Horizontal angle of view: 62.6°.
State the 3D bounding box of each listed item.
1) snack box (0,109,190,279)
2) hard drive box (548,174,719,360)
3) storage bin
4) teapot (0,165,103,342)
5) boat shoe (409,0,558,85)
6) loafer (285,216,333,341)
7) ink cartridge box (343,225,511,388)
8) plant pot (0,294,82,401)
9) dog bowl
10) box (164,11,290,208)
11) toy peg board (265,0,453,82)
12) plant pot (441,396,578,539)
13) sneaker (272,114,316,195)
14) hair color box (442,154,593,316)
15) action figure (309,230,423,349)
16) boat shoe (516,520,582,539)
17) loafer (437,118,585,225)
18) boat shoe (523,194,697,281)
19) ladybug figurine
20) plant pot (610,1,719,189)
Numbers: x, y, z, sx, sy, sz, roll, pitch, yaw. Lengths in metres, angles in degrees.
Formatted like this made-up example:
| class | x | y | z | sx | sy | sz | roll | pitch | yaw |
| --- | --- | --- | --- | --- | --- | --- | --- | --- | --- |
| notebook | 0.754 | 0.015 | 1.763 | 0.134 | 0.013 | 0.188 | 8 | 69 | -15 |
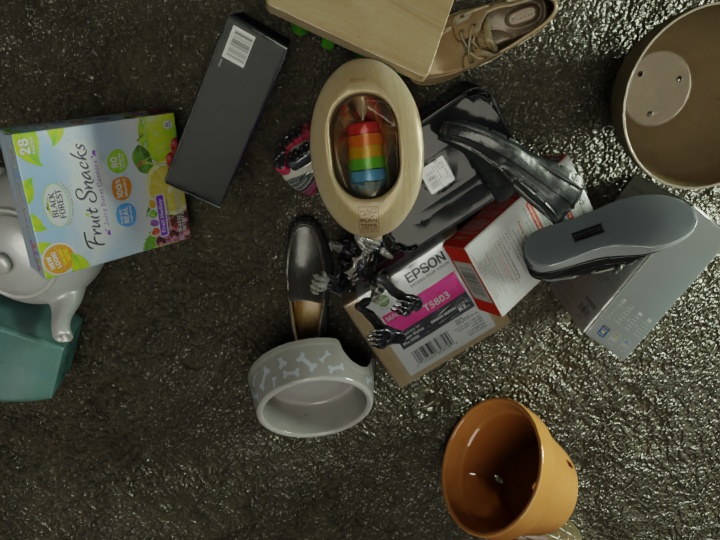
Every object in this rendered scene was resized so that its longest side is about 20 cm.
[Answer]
| class | x | y | z | sx | sy | sz | roll | pitch | yaw |
| --- | --- | --- | --- | --- | --- | --- | --- | --- | --- |
| snack box | -0.325 | -0.103 | 0.748 | 0.197 | 0.067 | 0.174 | -22 | 119 | -39 |
| hard drive box | 0.364 | -0.010 | 0.800 | 0.076 | 0.157 | 0.202 | 30 | 109 | -12 |
| storage bin | 0.101 | -0.138 | 0.784 | 0.197 | 0.094 | 0.137 | -32 | 108 | 11 |
| teapot | -0.447 | -0.039 | 0.791 | 0.195 | 0.147 | 0.202 | 18 | 110 | -6 |
| boat shoe | 0.146 | -0.294 | 0.738 | 0.196 | 0.065 | 0.073 | -26 | 109 | 9 |
| loafer | -0.074 | 0.027 | 0.857 | 0.070 | 0.073 | 0.206 | -4 | 111 | 2 |
| ink cartridge box | 0.094 | 0.048 | 0.865 | 0.197 | 0.076 | 0.166 | -33 | 109 | 12 |
| plant pot | -0.520 | 0.097 | 0.853 | 0.195 | 0.142 | 0.144 | 20 | 111 | -16 |
| dog bowl | -0.069 | 0.181 | 0.876 | 0.193 | 0.060 | 0.203 | -7 | 139 | -6 |
| box | -0.160 | -0.201 | 0.730 | 0.077 | 0.142 | 0.203 | 22 | 110 | -17 |
| toy peg board | 0.011 | -0.345 | 0.704 | 0.195 | 0.098 | 0.205 | 21 | 84 | -9 |
| plant pot | 0.241 | 0.318 | 0.918 | 0.138 | 0.202 | 0.202 | 28 | 110 | -29 |
| sneaker | -0.022 | -0.180 | 0.783 | 0.197 | 0.082 | 0.075 | -31 | 137 | 12 |
| hair color box | 0.217 | -0.049 | 0.792 | 0.199 | 0.064 | 0.112 | -39 | 109 | -13 |
| action figure | 0.000 | 0.000 | 0.774 | 0.101 | 0.201 | 0.120 | 27 | 108 | -44 |
| boat shoe | 0.280 | 0.440 | 1.022 | 0.195 | 0.072 | 0.069 | 18 | 116 | 0 |
| loafer | 0.174 | -0.117 | 0.705 | 0.196 | 0.068 | 0.072 | 24 | 102 | -13 |
| boat shoe | 0.298 | -0.029 | 0.718 | 0.194 | 0.075 | 0.068 | -20 | 147 | 13 |
| ladybug figurine | 0.009 | -0.139 | 0.697 | 0.131 | 0.072 | 0.207 | -1 | 100 | 7 |
| plant pot | 0.393 | -0.217 | 0.731 | 0.193 | 0.135 | 0.206 | 0 | 111 | -1 |
